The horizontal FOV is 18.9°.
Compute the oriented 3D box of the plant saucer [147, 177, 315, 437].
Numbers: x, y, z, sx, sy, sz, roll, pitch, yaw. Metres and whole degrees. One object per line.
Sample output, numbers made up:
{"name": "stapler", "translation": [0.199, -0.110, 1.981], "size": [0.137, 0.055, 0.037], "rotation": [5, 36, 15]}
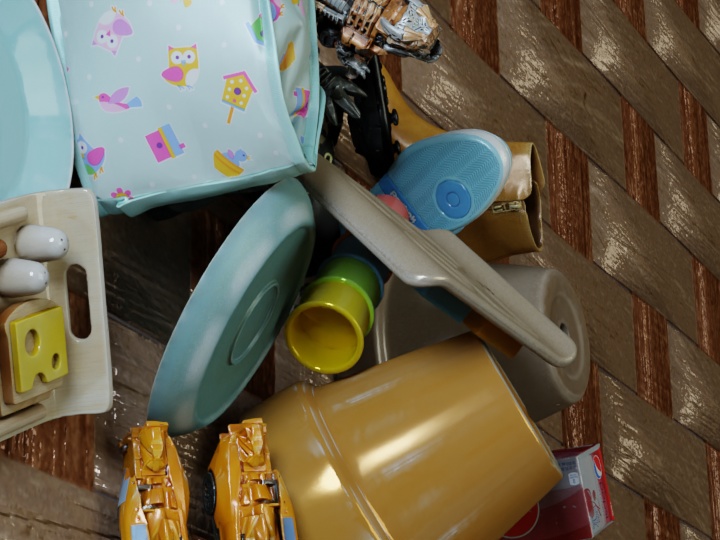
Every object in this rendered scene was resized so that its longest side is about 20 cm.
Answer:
{"name": "plant saucer", "translation": [-0.082, 0.031, 1.485], "size": [0.201, 0.027, 0.200], "rotation": [-57, 168, -19]}

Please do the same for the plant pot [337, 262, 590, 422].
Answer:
{"name": "plant pot", "translation": [0.095, 0.066, 1.825], "size": [0.200, 0.173, 0.202], "rotation": [39, 45, -54]}

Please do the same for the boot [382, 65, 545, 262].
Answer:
{"name": "boot", "translation": [0.085, -0.103, 1.907], "size": [0.071, 0.143, 0.203], "rotation": [-35, 111, -64]}

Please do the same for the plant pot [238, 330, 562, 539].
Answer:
{"name": "plant pot", "translation": [0.039, 0.143, 1.574], "size": [0.201, 0.182, 0.200], "rotation": [58, 3, -5]}

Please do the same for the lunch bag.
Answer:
{"name": "lunch bag", "translation": [-0.115, -0.144, 1.457], "size": [0.122, 0.169, 0.202], "rotation": [23, 59, -72]}

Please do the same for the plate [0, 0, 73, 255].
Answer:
{"name": "plate", "translation": [-0.242, -0.107, 1.343], "size": [0.200, 0.025, 0.202], "rotation": [40, 45, -55]}

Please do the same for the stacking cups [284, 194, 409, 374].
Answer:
{"name": "stacking cups", "translation": [0.000, 0.000, 1.624], "size": [0.061, 0.060, 0.200], "rotation": [68, 26, -23]}

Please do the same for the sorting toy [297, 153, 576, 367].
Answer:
{"name": "sorting toy", "translation": [0.046, -0.005, 1.553], "size": [0.199, 0.037, 0.185], "rotation": [28, 12, -48]}

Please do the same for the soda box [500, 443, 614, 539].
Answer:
{"name": "soda box", "translation": [0.100, 0.191, 1.751], "size": [0.063, 0.198, 0.071], "rotation": [-15, 93, -65]}

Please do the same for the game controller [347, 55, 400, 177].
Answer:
{"name": "game controller", "translation": [0.011, -0.136, 1.734], "size": [0.200, 0.042, 0.106], "rotation": [77, 13, -85]}

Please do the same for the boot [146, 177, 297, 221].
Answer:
{"name": "boot", "translation": [-0.086, -0.126, 1.561], "size": [0.068, 0.130, 0.202], "rotation": [48, 38, -46]}

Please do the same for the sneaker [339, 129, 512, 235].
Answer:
{"name": "sneaker", "translation": [0.072, -0.072, 1.757], "size": [0.130, 0.199, 0.080], "rotation": [-32, 90, -47]}

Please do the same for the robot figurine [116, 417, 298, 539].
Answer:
{"name": "robot figurine", "translation": [-0.099, 0.200, 1.423], "size": [0.144, 0.058, 0.202], "rotation": [-1, 68, -22]}

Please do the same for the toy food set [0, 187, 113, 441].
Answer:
{"name": "toy food set", "translation": [-0.209, 0.037, 1.279], "size": [0.200, 0.060, 0.145], "rotation": [-23, 111, -62]}

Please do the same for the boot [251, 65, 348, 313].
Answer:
{"name": "boot", "translation": [-0.044, -0.068, 1.712], "size": [0.204, 0.073, 0.155], "rotation": [-63, 145, -63]}

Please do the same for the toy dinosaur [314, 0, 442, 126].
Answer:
{"name": "toy dinosaur", "translation": [-0.022, -0.193, 1.557], "size": [0.200, 0.102, 0.136], "rotation": [48, -5, 31]}
